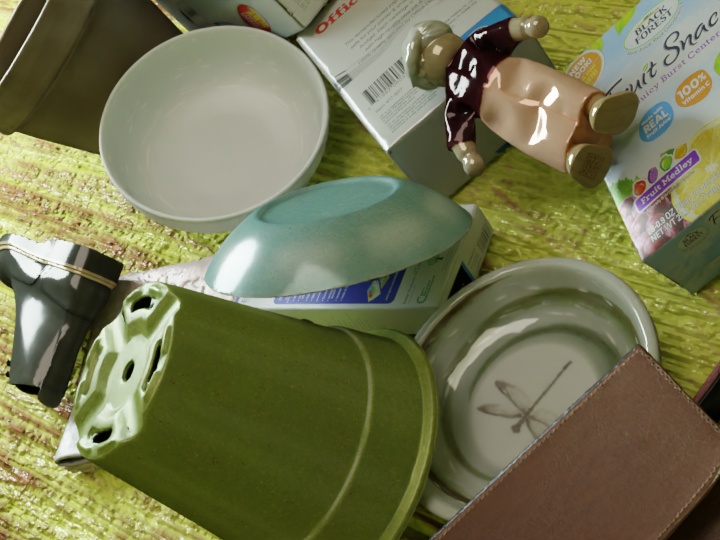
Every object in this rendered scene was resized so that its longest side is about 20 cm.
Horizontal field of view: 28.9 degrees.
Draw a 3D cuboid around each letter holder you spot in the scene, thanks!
[{"bbox_3d":[0.138,0.167,0.792,0.200,0.101,0.142,-43,70,4],"label":"letter holder"}]

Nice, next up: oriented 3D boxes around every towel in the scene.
[{"bbox_3d":[-0.157,0.072,1.169,0.199,0.032,0.192,-11,52,30],"label":"towel"}]

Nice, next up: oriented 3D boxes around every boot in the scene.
[{"bbox_3d":[-0.300,0.044,1.259,0.199,0.077,0.139,1,69,58],"label":"boot"}]

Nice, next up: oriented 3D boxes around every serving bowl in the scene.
[{"bbox_3d":[-0.121,-0.113,1.209,0.198,0.066,0.202,-4,62,7],"label":"serving bowl"}]

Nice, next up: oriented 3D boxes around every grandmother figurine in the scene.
[{"bbox_3d":[0.100,-0.126,1.002,0.200,0.060,0.122,37,100,40],"label":"grandmother figurine"}]

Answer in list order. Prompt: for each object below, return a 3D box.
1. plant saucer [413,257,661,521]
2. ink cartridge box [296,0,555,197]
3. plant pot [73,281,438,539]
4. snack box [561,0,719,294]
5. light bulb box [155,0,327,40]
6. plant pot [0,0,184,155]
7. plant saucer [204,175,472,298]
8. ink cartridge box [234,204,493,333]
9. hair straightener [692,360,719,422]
[{"bbox_3d":[0.113,0.087,0.940,0.199,0.050,0.201,-20,49,24],"label":"plant saucer"},{"bbox_3d":[0.054,-0.172,1.155,0.146,0.084,0.200,-40,43,6],"label":"ink cartridge box"},{"bbox_3d":[-0.082,0.097,0.937,0.200,0.189,0.201,-37,38,37],"label":"plant pot"},{"bbox_3d":[0.240,-0.113,0.960,0.169,0.067,0.201,-42,39,25],"label":"snack box"},{"bbox_3d":[-0.121,-0.306,1.256,0.125,0.198,0.200,-54,18,-16],"label":"light bulb box"},{"bbox_3d":[-0.241,-0.187,1.303,0.200,0.173,0.201,-44,29,32],"label":"plant pot"},{"bbox_3d":[-0.020,-0.034,1.012,0.199,0.039,0.201,-11,16,3],"label":"plant saucer"},{"bbox_3d":[0.000,0.000,1.096,0.199,0.039,0.100,0,54,36],"label":"ink cartridge box"},{"bbox_3d":[0.286,0.037,0.865,0.200,0.041,0.077,-49,43,-11],"label":"hair straightener"}]
